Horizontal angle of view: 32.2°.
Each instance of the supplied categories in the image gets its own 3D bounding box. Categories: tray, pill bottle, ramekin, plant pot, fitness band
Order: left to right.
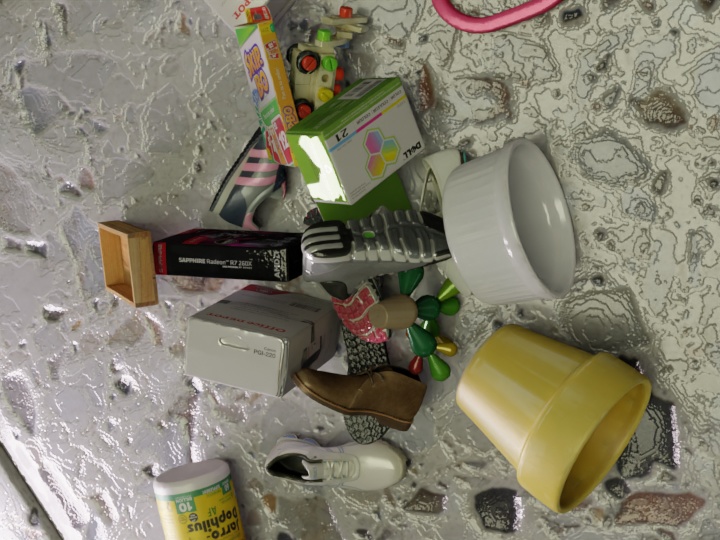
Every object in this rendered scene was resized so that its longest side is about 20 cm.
[{"bbox_3d":[-0.322,-0.012,1.726,0.037,0.200,0.099,-9,100,-22],"label":"tray"},{"bbox_3d":[-0.223,0.384,1.796,0.112,0.113,0.201,-9,96,21],"label":"pill bottle"},{"bbox_3d":[0.177,-0.378,1.554,0.199,0.037,0.144,-17,94,22],"label":"fitness band"},{"bbox_3d":[0.181,-0.053,1.532,0.097,0.200,0.202,-15,95,29],"label":"ramekin"},{"bbox_3d":[0.232,0.168,1.565,0.189,0.200,0.202,35,110,27],"label":"plant pot"}]

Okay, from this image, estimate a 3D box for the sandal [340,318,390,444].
[{"bbox_3d":[0.012,0.135,1.704,0.075,0.048,0.202,-3,85,6],"label":"sandal"}]

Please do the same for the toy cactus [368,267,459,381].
[{"bbox_3d":[0.066,0.046,1.612,0.102,0.165,0.201,4,97,39],"label":"toy cactus"}]

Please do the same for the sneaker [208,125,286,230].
[{"bbox_3d":[-0.123,-0.144,1.696,0.082,0.070,0.200,32,110,-11],"label":"sneaker"}]

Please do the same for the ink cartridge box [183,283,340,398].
[{"bbox_3d":[-0.127,0.090,1.660,0.145,0.200,0.085,12,104,17],"label":"ink cartridge box"}]

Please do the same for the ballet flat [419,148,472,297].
[{"bbox_3d":[0.108,-0.060,1.590,0.069,0.069,0.201,-11,71,21],"label":"ballet flat"}]

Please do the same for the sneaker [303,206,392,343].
[{"bbox_3d":[0.000,0.000,1.660,0.080,0.074,0.201,-17,95,49],"label":"sneaker"}]

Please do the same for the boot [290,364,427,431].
[{"bbox_3d":[0.001,0.145,1.603,0.076,0.199,0.074,-59,38,17],"label":"boot"}]

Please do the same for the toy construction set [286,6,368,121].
[{"bbox_3d":[-0.035,-0.239,1.612,0.130,0.092,0.201,-4,102,-25],"label":"toy construction set"}]

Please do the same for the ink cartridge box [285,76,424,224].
[{"bbox_3d":[0.013,-0.121,1.566,0.076,0.148,0.201,7,128,48],"label":"ink cartridge box"}]

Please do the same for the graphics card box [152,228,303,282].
[{"bbox_3d":[-0.167,-0.022,1.693,0.199,0.125,0.051,4,101,19],"label":"graphics card box"}]

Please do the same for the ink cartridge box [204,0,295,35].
[{"bbox_3d":[-0.165,-0.427,1.638,0.200,0.084,0.146,47,111,6],"label":"ink cartridge box"}]

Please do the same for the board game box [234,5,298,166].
[{"bbox_3d":[-0.115,-0.233,1.582,0.030,0.095,0.201,-17,104,-21],"label":"board game box"}]

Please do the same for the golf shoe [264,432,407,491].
[{"bbox_3d":[-0.038,0.275,1.720,0.199,0.097,0.079,0,98,18],"label":"golf shoe"}]

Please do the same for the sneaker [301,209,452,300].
[{"bbox_3d":[0.020,-0.013,1.550,0.199,0.075,0.116,-1,144,-11],"label":"sneaker"}]
